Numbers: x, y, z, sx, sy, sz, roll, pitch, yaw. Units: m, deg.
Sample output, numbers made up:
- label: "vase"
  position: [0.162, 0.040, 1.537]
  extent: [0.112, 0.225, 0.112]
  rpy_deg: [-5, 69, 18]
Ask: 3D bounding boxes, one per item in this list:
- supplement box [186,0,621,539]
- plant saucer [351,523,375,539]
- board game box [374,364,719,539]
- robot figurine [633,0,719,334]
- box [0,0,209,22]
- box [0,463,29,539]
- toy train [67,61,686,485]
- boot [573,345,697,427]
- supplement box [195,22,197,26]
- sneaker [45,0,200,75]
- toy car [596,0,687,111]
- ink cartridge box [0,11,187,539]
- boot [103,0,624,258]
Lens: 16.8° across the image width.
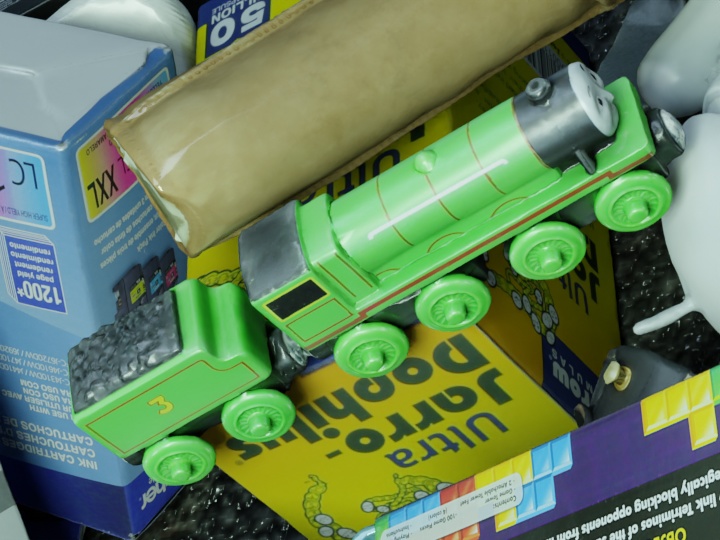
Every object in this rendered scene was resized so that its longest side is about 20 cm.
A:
- label: "supplement box"
  position: [0.014, -0.015, 0.833]
  extent: [0.109, 0.109, 0.200]
  rpy_deg: [-26, 43, 25]
- label: "plant saucer"
  position: [0.098, 0.070, 0.659]
  extent: [0.199, 0.019, 0.070]
  rpy_deg: [-23, 61, 12]
- label: "board game box"
  position: [0.084, 0.112, 0.547]
  extent: [0.200, 0.057, 0.166]
  rpy_deg: [-30, 59, 51]
- label: "robot figurine"
  position: [0.164, -0.045, 0.714]
  extent: [0.169, 0.113, 0.200]
  rpy_deg: [30, 80, 33]
- label: "box"
  position: [-0.094, -0.157, 1.005]
  extent: [0.200, 0.044, 0.161]
  rpy_deg: [-24, 40, 29]
- label: "box"
  position: [-0.191, 0.034, 0.855]
  extent: [0.041, 0.201, 0.156]
  rpy_deg: [-30, 22, -34]
- label: "toy train"
  position: [0.000, 0.000, 0.701]
  extent: [0.200, 0.056, 0.042]
  rpy_deg: [-31, 44, 19]
- label: "boot"
  position: [0.046, 0.092, 0.720]
  extent: [0.200, 0.073, 0.151]
  rpy_deg: [26, 78, 37]
- label: "supplement box"
  position: [-0.096, -0.095, 1.041]
  extent: [0.200, 0.067, 0.069]
  rpy_deg: [-42, 35, 6]
- label: "sneaker"
  position: [-0.109, -0.048, 0.954]
  extent: [0.089, 0.075, 0.200]
  rpy_deg: [-74, 8, -48]
- label: "toy car"
  position: [0.109, -0.155, 0.848]
  extent: [0.164, 0.158, 0.201]
  rpy_deg: [-29, 53, 37]
- label: "ink cartridge box"
  position: [-0.126, 0.010, 0.884]
  extent: [0.136, 0.201, 0.076]
  rpy_deg: [14, 41, 27]
- label: "boot"
  position: [0.026, -0.070, 0.704]
  extent: [0.200, 0.066, 0.175]
  rpy_deg: [-31, 4, -5]
